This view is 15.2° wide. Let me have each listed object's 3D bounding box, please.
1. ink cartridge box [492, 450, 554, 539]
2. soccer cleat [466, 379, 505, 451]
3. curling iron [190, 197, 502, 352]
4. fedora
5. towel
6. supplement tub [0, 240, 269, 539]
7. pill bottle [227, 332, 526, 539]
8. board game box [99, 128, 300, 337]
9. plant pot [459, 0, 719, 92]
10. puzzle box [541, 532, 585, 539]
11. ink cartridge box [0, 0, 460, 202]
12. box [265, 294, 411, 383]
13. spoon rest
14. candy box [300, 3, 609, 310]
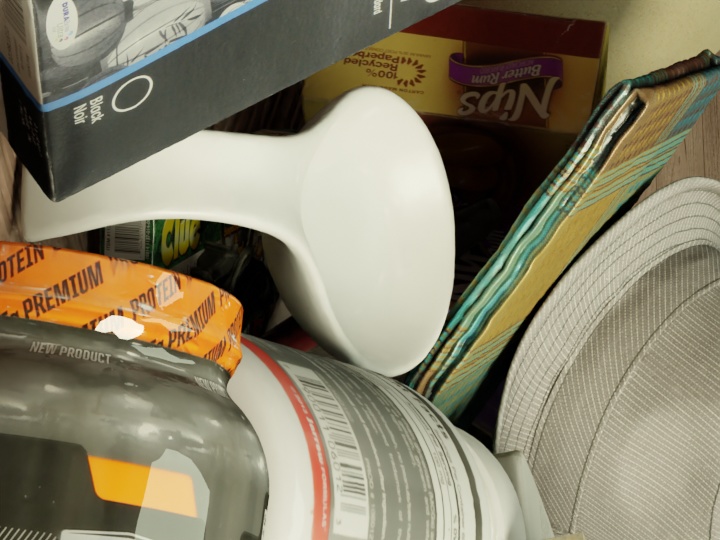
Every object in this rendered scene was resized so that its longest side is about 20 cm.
[{"bbox_3d":[0.067,0.195,0.997,0.174,0.043,0.201,68,14,-51],"label":"ink cartridge box"},{"bbox_3d":[0.079,0.106,1.180,0.067,0.076,0.201,-27,120,-29],"label":"soccer cleat"},{"bbox_3d":[0.000,0.000,0.987,0.200,0.025,0.050,-19,111,-53],"label":"curling iron"},{"bbox_3d":[0.136,0.071,1.082,0.177,0.090,0.201,-38,145,-31],"label":"fedora"},{"bbox_3d":[0.063,0.003,1.024,0.200,0.022,0.147,-55,170,19],"label":"towel"},{"bbox_3d":[-0.089,0.099,0.676,0.123,0.122,0.201,44,51,-72],"label":"supplement tub"},{"bbox_3d":[-0.027,0.083,0.863,0.200,0.115,0.116,21,74,-62],"label":"pill bottle"},{"bbox_3d":[-0.056,0.011,0.993,0.200,0.023,0.105,-34,130,-74],"label":"board game box"},{"bbox_3d":[0.076,-0.132,1.178,0.135,0.200,0.200,-64,161,-14],"label":"plant pot"},{"bbox_3d":[0.092,0.200,0.936,0.200,0.025,0.133,67,14,-48],"label":"puzzle box"},{"bbox_3d":[-0.016,-0.101,0.792,0.200,0.039,0.100,-30,151,-19],"label":"ink cartridge box"},{"bbox_3d":[-0.014,0.073,1.088,0.200,0.036,0.145,82,24,-57],"label":"box"},{"bbox_3d":[-0.023,-0.018,0.886,0.200,0.060,0.100,9,79,-53],"label":"spoon rest"},{"bbox_3d":[0.042,-0.043,1.133,0.200,0.116,0.057,84,16,-65],"label":"candy box"}]
